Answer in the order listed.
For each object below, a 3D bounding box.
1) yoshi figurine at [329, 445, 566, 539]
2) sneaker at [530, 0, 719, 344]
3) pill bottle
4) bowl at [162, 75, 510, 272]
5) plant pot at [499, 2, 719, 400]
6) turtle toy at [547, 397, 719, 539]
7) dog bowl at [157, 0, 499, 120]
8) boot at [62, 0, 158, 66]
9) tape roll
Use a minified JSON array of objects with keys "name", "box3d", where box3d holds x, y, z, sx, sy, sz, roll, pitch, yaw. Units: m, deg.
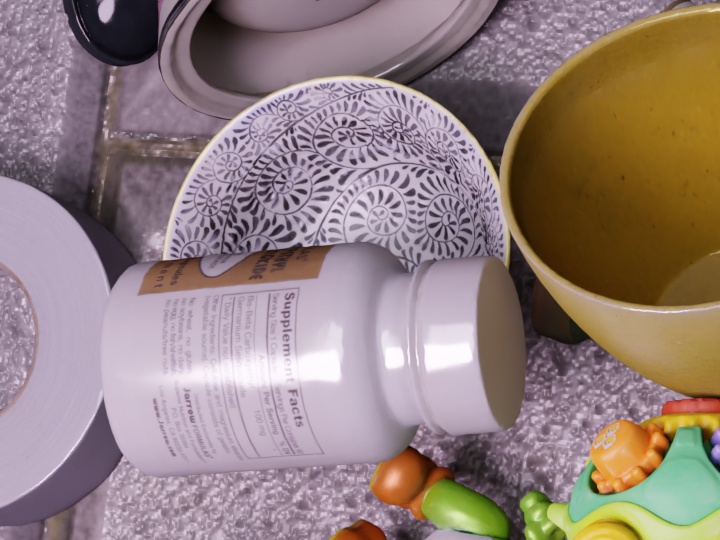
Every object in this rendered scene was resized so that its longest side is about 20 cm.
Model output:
[{"name":"yoshi figurine","box3d":[0.075,0.180,1.545,0.200,0.112,0.112,35,54,15]},{"name":"sneaker","box3d":[0.170,-0.043,1.593,0.090,0.067,0.200,23,86,27]},{"name":"pill bottle","box3d":[-0.022,0.044,1.522,0.200,0.114,0.115,-5,78,19]},{"name":"bowl","box3d":[0.000,0.000,1.634,0.200,0.094,0.201,-4,80,19]},{"name":"plant pot","box3d":[0.183,-0.015,1.491,0.200,0.142,0.200,-10,49,12]},{"name":"turtle toy","box3d":[0.190,0.114,1.465,0.200,0.146,0.101,-1,83,14]},{"name":"dog bowl","box3d":[-0.024,-0.166,1.623,0.200,0.200,0.074,-26,64,14]},{"name":"boot","box3d":[-0.090,-0.216,1.673,0.168,0.076,0.200,2,72,63]},{"name":"tape roll","box3d":[-0.220,0.047,1.722,0.200,0.066,0.201,-4,80,20]}]
